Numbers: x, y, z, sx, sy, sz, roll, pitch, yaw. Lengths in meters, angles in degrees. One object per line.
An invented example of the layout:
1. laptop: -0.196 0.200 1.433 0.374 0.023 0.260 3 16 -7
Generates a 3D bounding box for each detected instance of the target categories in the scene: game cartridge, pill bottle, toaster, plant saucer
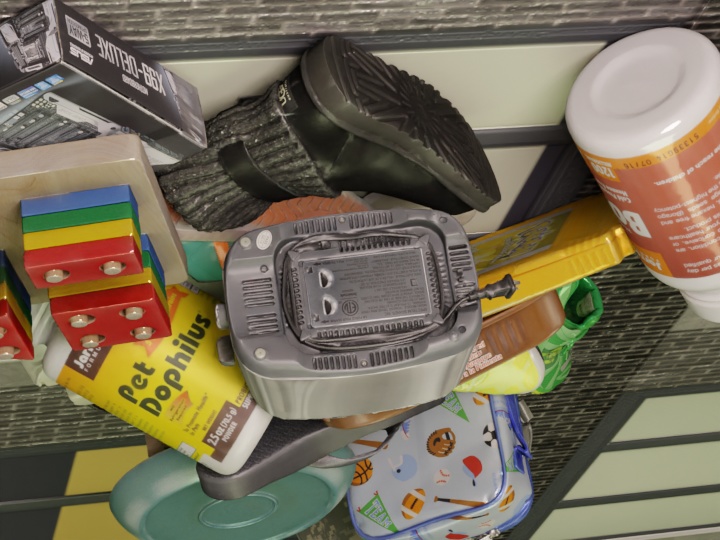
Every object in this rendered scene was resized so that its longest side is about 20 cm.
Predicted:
1. game cartridge: 0.116 -0.008 1.624 0.199 0.033 0.176 -23 -172 18
2. pill bottle: -0.152 0.055 1.571 0.199 0.109 0.109 29 147 -4
3. pill bottle: 0.225 -0.059 1.491 0.112 0.112 0.200 -20 130 18
4. toaster: 0.002 0.031 1.474 0.199 0.114 0.129 -8 159 -5
5. plant saucer: -0.098 0.181 1.739 0.199 0.028 0.200 -10 152 -5

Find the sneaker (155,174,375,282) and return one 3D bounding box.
1. sneaker: -0.078 -0.028 1.555 0.199 0.072 0.080 12 153 -19

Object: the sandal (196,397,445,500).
1. sandal: -0.029 0.125 1.648 0.199 0.076 0.043 -23 116 -14

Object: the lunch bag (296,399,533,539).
1. lunch bag: 0.046 0.184 1.988 0.200 0.140 0.167 -33 172 38

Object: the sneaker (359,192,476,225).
1. sneaker: -0.001 0.000 1.618 0.199 0.094 0.070 -17 155 14

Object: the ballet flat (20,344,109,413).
1. ballet flat: -0.222 0.061 1.682 0.068 0.069 0.200 -17 155 14

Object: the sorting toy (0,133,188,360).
1. sorting toy: -0.221 -0.001 1.417 0.198 0.070 0.200 -8 157 2

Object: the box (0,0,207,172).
1. box: -0.222 -0.086 1.386 0.199 0.050 0.158 -22 153 23

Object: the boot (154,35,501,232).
1. boot: -0.020 -0.068 1.474 0.158 0.080 0.211 -33 138 27

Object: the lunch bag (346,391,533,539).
1. lunch bag: 0.063 0.136 1.813 0.160 0.201 0.076 -19 151 18

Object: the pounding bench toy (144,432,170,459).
1. pounding bench toy: -0.098 0.097 1.747 0.155 0.125 0.200 -10 155 -3

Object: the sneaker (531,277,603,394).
1. sneaker: 0.161 0.046 1.814 0.083 0.074 0.200 -10 156 6

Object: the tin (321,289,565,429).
1. tin: 0.057 0.060 1.599 0.199 0.042 0.112 -25 -167 -12

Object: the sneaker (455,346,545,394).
1. sneaker: 0.049 0.068 1.726 0.199 0.077 0.076 14 126 -8
